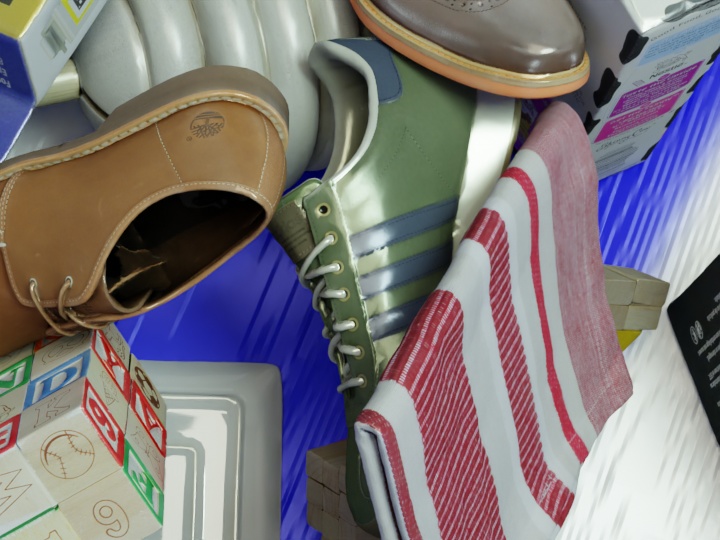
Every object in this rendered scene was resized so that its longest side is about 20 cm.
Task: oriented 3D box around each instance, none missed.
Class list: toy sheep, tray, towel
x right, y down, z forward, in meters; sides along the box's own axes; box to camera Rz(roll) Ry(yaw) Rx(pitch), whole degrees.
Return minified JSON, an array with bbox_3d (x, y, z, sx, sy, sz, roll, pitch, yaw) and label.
[{"bbox_3d":[-0.054,-0.091,0.824,0.200,0.138,0.138,-10,74,-25],"label":"toy sheep"},{"bbox_3d":[-0.088,0.133,0.810,0.107,0.022,0.200,2,73,-4],"label":"tray"},{"bbox_3d":[0.057,0.048,0.717,0.023,0.144,0.200,3,36,26],"label":"towel"}]

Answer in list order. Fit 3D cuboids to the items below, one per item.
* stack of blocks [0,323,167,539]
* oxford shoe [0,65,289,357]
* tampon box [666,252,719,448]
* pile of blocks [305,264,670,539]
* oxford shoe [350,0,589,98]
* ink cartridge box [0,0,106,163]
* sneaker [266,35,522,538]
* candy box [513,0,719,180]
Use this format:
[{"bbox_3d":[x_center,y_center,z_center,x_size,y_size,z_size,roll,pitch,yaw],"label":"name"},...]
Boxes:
[{"bbox_3d":[-0.176,0.100,0.753,0.200,0.115,0.059,-29,110,5],"label":"stack of blocks"},{"bbox_3d":[-0.113,-0.003,0.729,0.200,0.071,0.071,-31,41,23],"label":"oxford shoe"},{"bbox_3d":[0.244,0.069,0.805,0.150,0.126,0.200,-17,76,-9],"label":"tampon box"},{"bbox_3d":[0.049,0.062,0.833,0.200,0.082,0.062,-36,37,-23],"label":"pile of blocks"},{"bbox_3d":[0.025,-0.144,0.756,0.071,0.073,0.200,-20,54,-30],"label":"oxford shoe"},{"bbox_3d":[-0.186,-0.152,0.800,0.197,0.047,0.200,23,70,24],"label":"ink cartridge box"},{"bbox_3d":[0.000,0.000,0.742,0.090,0.067,0.201,17,72,-18],"label":"sneaker"},{"bbox_3d":[0.090,-0.127,0.810,0.061,0.200,0.137,-24,78,-11],"label":"candy box"}]
